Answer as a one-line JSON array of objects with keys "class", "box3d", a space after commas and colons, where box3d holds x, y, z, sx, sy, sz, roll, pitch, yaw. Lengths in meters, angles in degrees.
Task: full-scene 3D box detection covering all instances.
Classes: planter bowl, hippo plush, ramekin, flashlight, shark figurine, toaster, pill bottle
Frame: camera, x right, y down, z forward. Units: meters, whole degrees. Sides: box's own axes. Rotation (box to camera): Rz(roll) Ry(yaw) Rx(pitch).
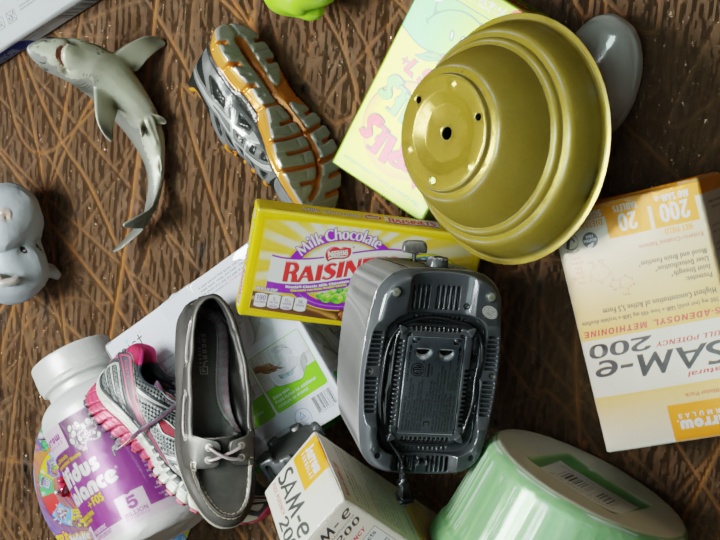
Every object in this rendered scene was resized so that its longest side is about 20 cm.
[{"class": "planter bowl", "box3d": [0.091, -0.105, 1.172, 0.200, 0.083, 0.201, 0, 90, 48]}, {"class": "hippo plush", "box3d": [-0.395, -0.015, 1.479, 0.161, 0.159, 0.200, 6, 100, 26]}, {"class": "ramekin", "box3d": [0.165, 0.211, 1.212, 0.200, 0.200, 0.098, 29, 102, 20]}, {"class": "flashlight", "box3d": [-0.010, 0.221, 1.326, 0.068, 0.068, 0.200, -14, 118, 31]}, {"class": "shark figurine", "box3d": [-0.231, -0.137, 1.440, 0.089, 0.128, 0.215, -3, 116, 52]}, {"class": "toaster", "box3d": [0.043, 0.079, 1.228, 0.113, 0.129, 0.200, 2, 101, -13]}, {"class": "pill bottle", "box3d": [-0.235, 0.167, 1.429, 0.112, 0.112, 0.200, -35, 76, 26]}]

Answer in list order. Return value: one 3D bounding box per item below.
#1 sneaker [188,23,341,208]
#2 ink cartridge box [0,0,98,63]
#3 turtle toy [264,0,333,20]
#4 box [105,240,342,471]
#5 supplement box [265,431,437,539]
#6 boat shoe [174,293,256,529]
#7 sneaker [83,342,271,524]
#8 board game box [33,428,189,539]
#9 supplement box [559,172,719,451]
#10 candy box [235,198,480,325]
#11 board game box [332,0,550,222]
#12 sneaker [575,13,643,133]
[{"class": "sneaker", "box3d": [-0.087, -0.124, 1.362, 0.077, 0.078, 0.200, -38, 76, 39]}, {"class": "ink cartridge box", "box3d": [-0.353, -0.323, 1.479, 0.199, 0.041, 0.200, -25, 86, 28]}, {"class": "turtle toy", "box3d": [-0.094, -0.302, 1.308, 0.200, 0.146, 0.101, 43, 133, 14]}, {"class": "box", "box3d": [-0.106, 0.088, 1.383, 0.200, 0.097, 0.177, -35, 81, 26]}, {"class": "supplement box", "box3d": [0.026, 0.234, 1.240, 0.200, 0.126, 0.074, 37, 97, -20]}, {"class": "boat shoe", "box3d": [-0.125, 0.116, 1.275, 0.057, 0.067, 0.200, 130, 134, -66]}, {"class": "sneaker", "box3d": [-0.154, 0.148, 1.321, 0.200, 0.081, 0.075, 39, 102, 11]}, {"class": "board game box", "box3d": [-0.260, 0.221, 1.510, 0.200, 0.039, 0.158, -3, 96, 27]}, {"class": "supplement box", "box3d": [0.243, 0.034, 1.203, 0.126, 0.074, 0.200, -14, 91, 28]}, {"class": "candy box", "box3d": [0.000, 0.000, 1.285, 0.200, 0.026, 0.102, 6, 113, -13]}, {"class": "board game box", "box3d": [0.067, -0.153, 1.288, 0.102, 0.048, 0.200, 35, 111, 18]}, {"class": "sneaker", "box3d": [0.157, -0.117, 1.225, 0.075, 0.088, 0.200, 38, 112, 19]}]
